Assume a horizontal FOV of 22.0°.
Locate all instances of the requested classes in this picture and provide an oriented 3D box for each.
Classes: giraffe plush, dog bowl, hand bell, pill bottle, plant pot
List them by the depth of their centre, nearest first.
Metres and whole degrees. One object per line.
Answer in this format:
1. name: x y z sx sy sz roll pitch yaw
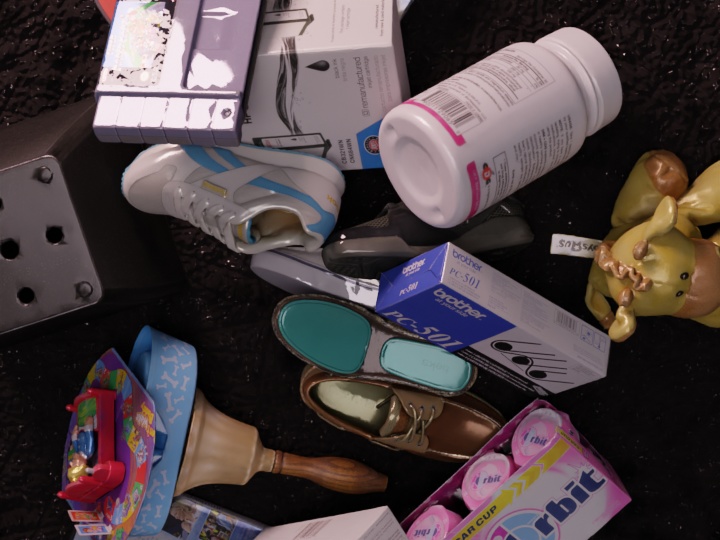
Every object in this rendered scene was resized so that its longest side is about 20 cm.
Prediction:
1. pill bottle: 0.124 -0.128 1.607 0.200 0.113 0.114 -30 98 -26
2. giraffe plush: 0.268 -0.012 1.629 0.199 0.162 0.174 -9 100 6
3. plant pot: -0.294 -0.033 1.670 0.199 0.177 0.201 -17 98 9
4. dog bowl: -0.196 0.154 1.724 0.049 0.111 0.201 11 91 -17
5. hand bell: -0.072 0.182 1.748 0.199 0.104 0.105 13 101 -11

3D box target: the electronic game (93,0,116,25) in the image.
1. electronic game: -0.157 -0.272 1.654 0.199 0.042 0.201 9 121 15

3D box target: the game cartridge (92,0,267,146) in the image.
1. game cartridge: -0.149 -0.197 1.563 0.129 0.038 0.201 4 62 7

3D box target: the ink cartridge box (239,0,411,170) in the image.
1. ink cartridge box: -0.060 -0.162 1.638 0.199 0.085 0.146 -5 137 7

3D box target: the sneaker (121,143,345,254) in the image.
1. sneaker: -0.117 -0.063 1.625 0.199 0.081 0.077 4 140 11

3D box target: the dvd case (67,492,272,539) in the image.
1. dvd case: -0.186 0.283 1.796 0.199 0.018 0.143 21 102 0

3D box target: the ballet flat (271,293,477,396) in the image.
1. ballet flat: 0.010 0.068 1.703 0.199 0.075 0.068 17 95 -10

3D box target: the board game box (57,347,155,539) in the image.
1. board game box: -0.247 0.163 1.693 0.039 0.200 0.159 11 107 -31

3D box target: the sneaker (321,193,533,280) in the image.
1. sneaker: 0.050 -0.056 1.664 0.198 0.076 0.115 -11 75 -18

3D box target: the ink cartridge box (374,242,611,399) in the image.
1. ink cartridge box: 0.119 0.048 1.648 0.200 0.044 0.094 30 147 -29

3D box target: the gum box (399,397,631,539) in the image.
1. gum box: 0.143 0.223 1.711 0.200 0.066 0.113 -44 120 10

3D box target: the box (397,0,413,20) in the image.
1. box: -0.032 -0.302 1.668 0.200 0.040 0.137 34 102 -1

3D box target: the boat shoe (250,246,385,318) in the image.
1. boat shoe: 0.000 0.000 1.711 0.199 0.071 0.070 15 76 5

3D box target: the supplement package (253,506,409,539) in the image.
1. supplement package: -0.022 0.344 1.677 0.191 0.147 0.201 -17 109 50

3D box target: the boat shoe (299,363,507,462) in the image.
1. boat shoe: 0.036 0.137 1.722 0.199 0.074 0.076 15 101 2
